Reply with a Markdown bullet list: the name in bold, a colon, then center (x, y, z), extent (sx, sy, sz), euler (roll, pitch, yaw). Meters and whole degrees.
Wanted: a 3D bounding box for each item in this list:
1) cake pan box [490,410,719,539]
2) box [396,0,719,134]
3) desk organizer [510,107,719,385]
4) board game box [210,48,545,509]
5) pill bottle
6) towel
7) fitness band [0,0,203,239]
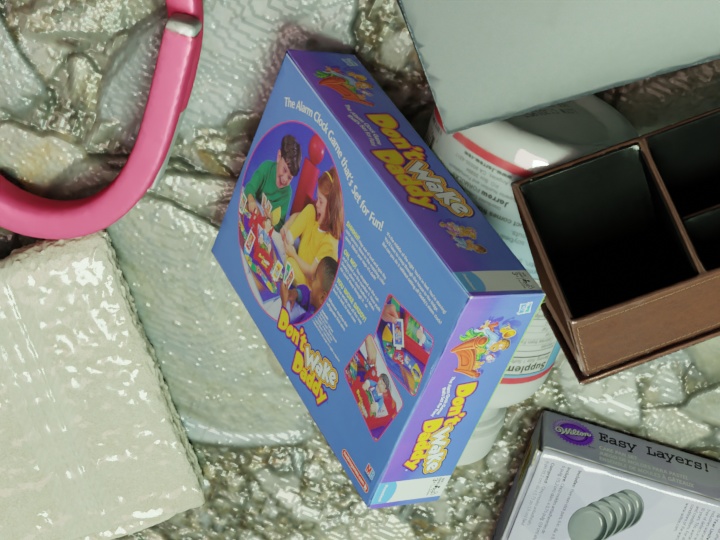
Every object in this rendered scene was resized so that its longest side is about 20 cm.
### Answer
- **cake pan box**: center (0.165, 0.200, 0.947), extent (0.184, 0.052, 0.200), euler (16, 117, 1)
- **box**: center (0.117, -0.170, 0.681), extent (0.196, 0.200, 0.118), euler (-15, 114, 15)
- **desk organizer**: center (0.178, -0.028, 0.725), extent (0.199, 0.072, 0.077), euler (-20, 121, 1)
- **board game box**: center (0.000, 0.000, 0.785), extent (0.045, 0.200, 0.135), euler (-1, 130, -34)
- **pill bottle**: center (0.065, 0.001, 0.826), extent (0.108, 0.109, 0.200), euler (19, 118, -2)
- **towel**: center (-0.181, 0.077, 0.926), extent (0.132, 0.034, 0.201), euler (-17, 114, -2)
- **fitness band**: center (-0.164, -0.110, 0.840), extent (0.143, 0.037, 0.200), euler (19, 116, -2)
